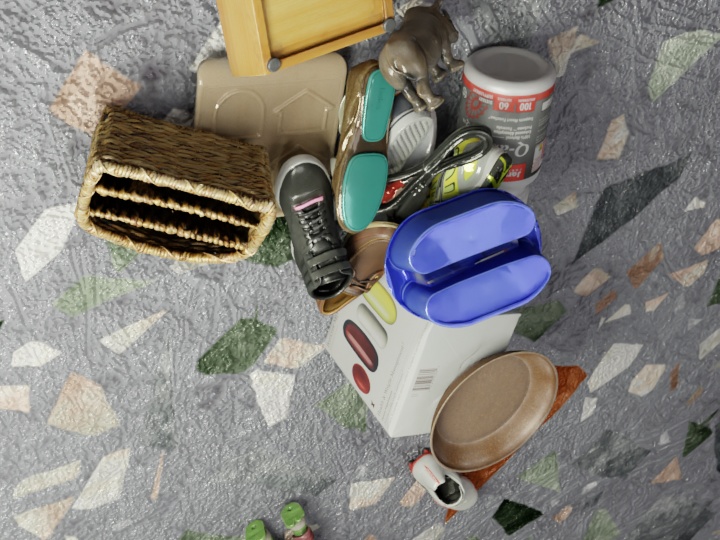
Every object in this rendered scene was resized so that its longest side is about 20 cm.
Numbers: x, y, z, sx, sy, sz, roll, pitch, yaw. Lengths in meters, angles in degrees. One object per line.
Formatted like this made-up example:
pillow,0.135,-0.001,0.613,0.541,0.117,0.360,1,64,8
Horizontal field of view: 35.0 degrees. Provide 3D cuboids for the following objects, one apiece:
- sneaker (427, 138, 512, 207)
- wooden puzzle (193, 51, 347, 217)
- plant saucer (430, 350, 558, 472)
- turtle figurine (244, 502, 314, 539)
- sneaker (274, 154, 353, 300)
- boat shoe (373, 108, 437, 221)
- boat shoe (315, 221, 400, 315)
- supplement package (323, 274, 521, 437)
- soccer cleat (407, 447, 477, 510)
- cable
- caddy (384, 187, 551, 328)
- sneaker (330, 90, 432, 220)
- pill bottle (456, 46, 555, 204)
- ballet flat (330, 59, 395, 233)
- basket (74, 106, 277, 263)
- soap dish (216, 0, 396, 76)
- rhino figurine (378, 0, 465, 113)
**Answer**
sneaker,0.116,-0.092,1.445,0.075,0.076,0.200,-31,159,-52
wooden puzzle,-0.115,-0.158,1.333,0.185,0.046,0.201,-10,124,-28
plant saucer,0.170,0.178,1.504,0.200,0.037,0.201,-18,132,-21
turtle figurine,-0.090,0.470,1.750,0.194,0.144,0.200,61,38,-28
sneaker,-0.049,-0.045,1.349,0.071,0.099,0.200,-21,142,-12
boat shoe,0.063,-0.123,1.463,0.066,0.072,0.201,-26,129,-58
boat shoe,-0.001,0.000,1.443,0.072,0.068,0.200,17,150,-23
supplement package,0.077,0.083,1.536,0.147,0.200,0.192,-1,123,-33
soccer cleat,0.148,0.364,1.887,0.069,0.085,0.200,-41,136,1
cable,0.072,-0.119,1.378,0.097,0.050,0.200,27,124,-19
caddy,0.128,-0.016,1.358,0.199,0.105,0.142,-20,102,-8
sneaker,0.010,-0.148,1.404,0.078,0.080,0.200,-9,149,-46
pill bottle,0.181,-0.174,1.463,0.116,0.116,0.200,-16,130,-23
ballet flat,-0.005,-0.147,1.329,0.068,0.072,0.201,-4,109,-33
basket,-0.203,-0.067,1.227,0.199,0.149,0.143,13,119,-17
soap dish,-0.055,-0.303,1.219,0.200,0.081,0.158,-24,130,-21
rhino figurine,0.076,-0.258,1.304,0.060,0.200,0.087,-28,112,36
